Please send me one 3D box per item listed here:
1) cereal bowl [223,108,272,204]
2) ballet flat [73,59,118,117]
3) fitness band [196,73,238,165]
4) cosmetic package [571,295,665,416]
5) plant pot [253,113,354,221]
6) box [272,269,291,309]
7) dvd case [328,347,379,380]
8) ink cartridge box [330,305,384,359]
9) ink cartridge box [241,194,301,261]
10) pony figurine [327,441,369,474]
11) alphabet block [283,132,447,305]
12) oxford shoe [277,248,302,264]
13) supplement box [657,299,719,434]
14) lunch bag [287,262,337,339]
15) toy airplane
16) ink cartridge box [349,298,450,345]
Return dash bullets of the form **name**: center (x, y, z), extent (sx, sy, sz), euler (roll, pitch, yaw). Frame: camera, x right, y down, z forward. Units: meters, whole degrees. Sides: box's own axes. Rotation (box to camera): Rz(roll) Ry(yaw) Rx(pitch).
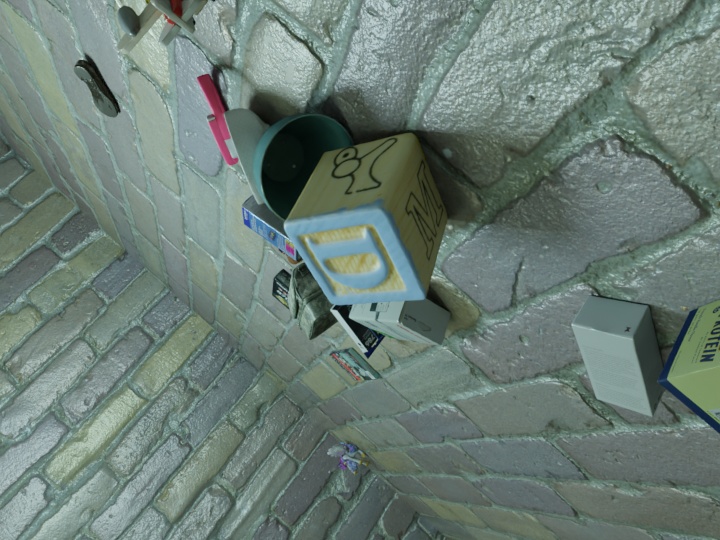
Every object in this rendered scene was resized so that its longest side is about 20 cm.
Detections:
- **cereal bowl**: center (-0.213, -0.248, 1.153), extent (0.200, 0.082, 0.203), euler (159, 90, -87)
- **ballet flat**: center (-0.769, -0.533, 1.602), extent (0.066, 0.047, 0.201), euler (0, 150, 9)
- **fitness band**: center (-0.305, -0.322, 1.184), extent (0.201, 0.037, 0.145), euler (77, 172, -48)
- **cosmetic package**: center (0.431, 0.142, 0.906), extent (0.101, 0.071, 0.201), euler (13, 143, 47)
- **plant pot**: center (-0.123, -0.201, 1.034), extent (0.134, 0.199, 0.201), euler (34, 159, 50)
- **box**: center (-0.200, 0.101, 1.791), extent (0.199, 0.046, 0.159), euler (39, 155, 6)
- **dvd case**: center (-0.025, 0.338, 1.953), extent (0.146, 0.022, 0.200), euler (46, 156, -8)
- **ink cartridge box**: center (0.008, 0.143, 1.494), extent (0.039, 0.100, 0.201), euler (4, 137, 51)
- **ink cartridge box**: center (-0.182, -0.135, 1.271), extent (0.199, 0.137, 0.077), euler (35, 150, 13)
- **pony figurine**: center (-0.076, 1.017, 2.962), extent (0.198, 0.192, 0.169), euler (22, 116, 36)
- **alphabet block**: center (0.019, -0.083, 0.926), extent (0.193, 0.202, 0.198), euler (-4, 133, 29)
- **oxford shoe**: center (-0.197, -0.067, 1.488), extent (0.071, 0.072, 0.201), euler (32, 155, 16)
- **supplement box**: center (0.530, 0.130, 0.666), extent (0.199, 0.135, 0.200), euler (40, 155, 4)
- **lunch bag**: center (-0.138, 0.082, 1.577), extent (0.169, 0.138, 0.201), euler (53, 158, 14)
- **toy airplane**: center (-0.314, -0.451, 0.874), extent (0.141, 0.202, 0.198), euler (40, 158, -30)
- **ink cartridge box**: center (0.091, 0.105, 1.281), extent (0.146, 0.084, 0.199), euler (30, 164, -31)
